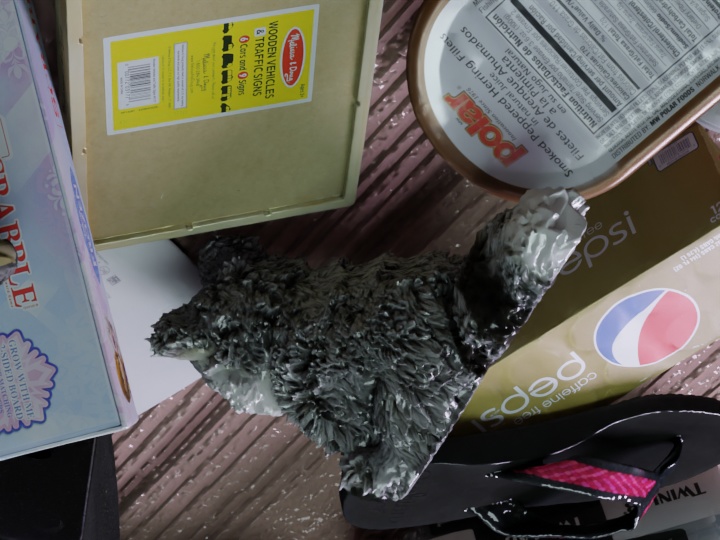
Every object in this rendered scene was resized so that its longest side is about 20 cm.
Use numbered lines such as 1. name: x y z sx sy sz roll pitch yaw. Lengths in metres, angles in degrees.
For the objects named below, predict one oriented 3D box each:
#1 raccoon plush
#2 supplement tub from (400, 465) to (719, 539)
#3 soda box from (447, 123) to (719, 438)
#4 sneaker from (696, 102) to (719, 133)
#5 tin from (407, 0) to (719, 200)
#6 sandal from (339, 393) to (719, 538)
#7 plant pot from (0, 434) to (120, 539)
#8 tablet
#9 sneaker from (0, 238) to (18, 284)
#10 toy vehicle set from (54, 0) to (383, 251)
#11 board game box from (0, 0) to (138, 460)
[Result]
1. raccoon plush: 0.000 0.000 0.861 0.133 0.097 0.201 33 124 1
2. supplement tub: 0.099 0.172 1.052 0.198 0.123 0.123 -16 135 1
3. soda box: 0.095 0.022 0.950 0.199 0.064 0.068 -32 133 17
4. sneaker: 0.234 -0.104 0.855 0.198 0.078 0.113 2 133 -16
5. tin: 0.103 -0.109 0.807 0.200 0.042 0.112 -41 93 26
6. sandal: 0.089 0.101 0.949 0.198 0.045 0.075 -8 143 -16
7. plant pot: -0.197 0.143 0.896 0.198 0.200 0.179 11 117 -7
8. tablet: -0.150 0.007 0.911 0.130 0.014 0.200 -30 132 15
9. sneaker: -0.209 -0.029 0.693 0.198 0.089 0.077 8 163 -29
10. toy vehicle set: -0.055 -0.086 0.802 0.123 0.027 0.201 -10 145 -14
11. board game box: -0.203 -0.014 0.772 0.198 0.041 0.202 -14 90 0
